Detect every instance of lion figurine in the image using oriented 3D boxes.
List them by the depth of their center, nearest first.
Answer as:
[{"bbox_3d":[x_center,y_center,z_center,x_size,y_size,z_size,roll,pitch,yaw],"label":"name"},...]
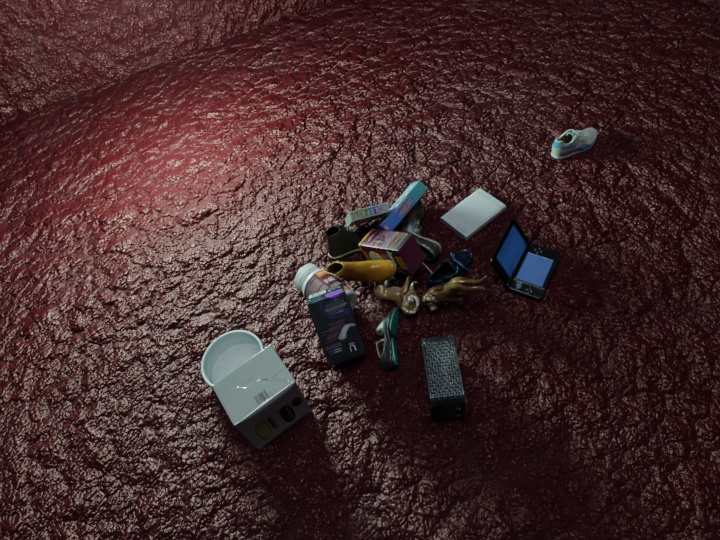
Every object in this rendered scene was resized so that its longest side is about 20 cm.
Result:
[{"bbox_3d":[0.281,0.057,1.555,0.121,0.200,0.073,12,54,-24],"label":"lion figurine"},{"bbox_3d":[0.110,0.073,1.648,0.198,0.072,0.124,9,68,35],"label":"lion figurine"}]

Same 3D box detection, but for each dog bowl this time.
[{"bbox_3d":[-0.381,0.290,1.569,0.197,0.079,0.202,-5,53,7],"label":"dog bowl"}]

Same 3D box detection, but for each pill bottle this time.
[{"bbox_3d":[-0.116,0.067,1.660,0.199,0.115,0.114,35,67,30],"label":"pill bottle"}]

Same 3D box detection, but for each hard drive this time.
[{"bbox_3d":[0.399,-0.201,1.812,0.199,0.027,0.132,-37,55,-15],"label":"hard drive"}]

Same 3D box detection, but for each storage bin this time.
[{"bbox_3d":[0.226,0.294,1.405,0.093,0.136,0.202,-9,52,5],"label":"storage bin"}]

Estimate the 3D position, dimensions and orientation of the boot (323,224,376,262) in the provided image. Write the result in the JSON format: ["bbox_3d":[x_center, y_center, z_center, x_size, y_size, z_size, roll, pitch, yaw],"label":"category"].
[{"bbox_3d":[-0.031,-0.126,1.772,0.199,0.139,0.077,-35,54,-16],"label":"boot"}]

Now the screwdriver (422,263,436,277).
[{"bbox_3d":[0.180,-0.051,1.693,0.028,0.029,0.200,-45,80,25],"label":"screwdriver"}]

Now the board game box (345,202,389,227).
[{"bbox_3d":[0.020,-0.193,1.783,0.133,0.200,0.035,-16,91,-5],"label":"board game box"}]

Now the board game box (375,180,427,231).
[{"bbox_3d":[0.139,-0.215,1.765,0.045,0.152,0.200,40,91,-7],"label":"board game box"}]

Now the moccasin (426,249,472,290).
[{"bbox_3d":[0.295,-0.003,1.657,0.080,0.069,0.200,33,66,30],"label":"moccasin"}]

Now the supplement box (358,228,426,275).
[{"bbox_3d":[0.101,-0.063,1.671,0.199,0.111,0.086,12,53,50],"label":"supplement box"}]

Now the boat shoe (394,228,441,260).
[{"bbox_3d":[0.173,-0.088,1.736,0.199,0.072,0.061,17,37,21],"label":"boat shoe"}]

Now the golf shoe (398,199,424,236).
[{"bbox_3d":[0.175,-0.194,1.825,0.096,0.079,0.202,-1,52,18],"label":"golf shoe"}]

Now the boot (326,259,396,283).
[{"bbox_3d":[0.000,-0.001,1.622,0.200,0.143,0.072,-11,75,43],"label":"boot"}]

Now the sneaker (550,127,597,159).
[{"bbox_3d":[0.808,-0.489,1.910,0.199,0.081,0.077,-28,51,-11],"label":"sneaker"}]

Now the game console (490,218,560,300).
[{"bbox_3d":[0.523,-0.037,1.606,0.174,0.117,0.201,21,61,25],"label":"game console"}]

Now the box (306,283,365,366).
[{"bbox_3d":[-0.073,0.160,1.519,0.121,0.202,0.106,-19,11,-3],"label":"box"}]

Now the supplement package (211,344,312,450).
[{"bbox_3d":[-0.267,0.356,1.420,0.190,0.201,0.147,-34,55,-14],"label":"supplement package"}]

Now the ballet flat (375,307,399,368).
[{"bbox_3d":[0.079,0.202,1.552,0.068,0.068,0.202,-10,51,19],"label":"ballet flat"}]
